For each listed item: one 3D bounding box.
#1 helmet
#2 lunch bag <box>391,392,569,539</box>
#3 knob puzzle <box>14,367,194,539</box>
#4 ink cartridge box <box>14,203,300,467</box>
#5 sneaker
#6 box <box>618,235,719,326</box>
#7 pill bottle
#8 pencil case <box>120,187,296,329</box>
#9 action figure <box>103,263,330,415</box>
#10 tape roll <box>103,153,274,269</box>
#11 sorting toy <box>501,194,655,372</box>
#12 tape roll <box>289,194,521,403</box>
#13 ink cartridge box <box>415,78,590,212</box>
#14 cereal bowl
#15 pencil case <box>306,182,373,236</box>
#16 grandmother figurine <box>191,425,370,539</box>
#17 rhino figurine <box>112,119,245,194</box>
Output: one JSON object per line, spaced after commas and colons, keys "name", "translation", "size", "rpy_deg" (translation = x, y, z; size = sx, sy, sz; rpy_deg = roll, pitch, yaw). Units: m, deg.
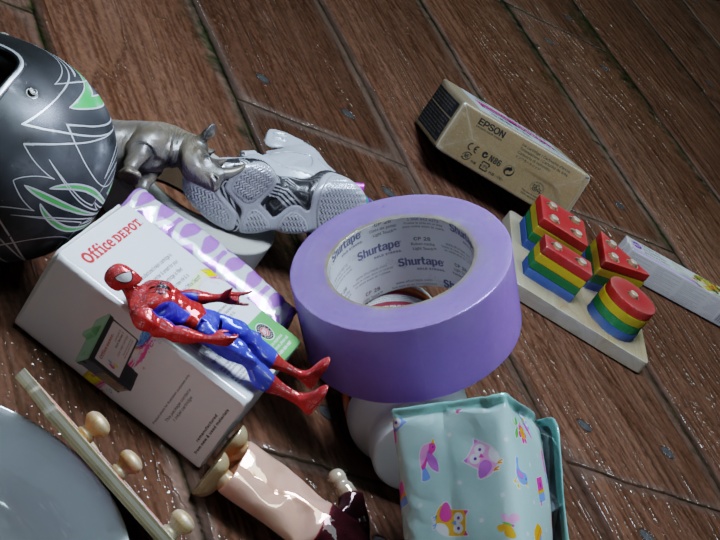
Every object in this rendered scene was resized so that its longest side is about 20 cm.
{"name": "helmet", "translation": [-0.297, -0.099, 1.528], "size": [0.191, 0.200, 0.200], "rpy_deg": [36, 21, 27]}
{"name": "lunch bag", "translation": [0.110, 0.200, 1.534], "size": [0.200, 0.122, 0.170], "rpy_deg": [34, 48, -66]}
{"name": "knob puzzle", "translation": [-0.177, 0.141, 1.336], "size": [0.220, 0.030, 0.220], "rpy_deg": [47, -9, 10]}
{"name": "ink cartridge box", "translation": [-0.169, 0.051, 1.555], "size": [0.200, 0.084, 0.145], "rpy_deg": [38, 25, 1]}
{"name": "sneaker", "translation": [-0.101, -0.090, 1.837], "size": [0.200, 0.075, 0.115], "rpy_deg": [7, 24, -32]}
{"name": "box", "translation": [0.429, 0.018, 2.491], "size": [0.200, 0.041, 0.039], "rpy_deg": [26, 25, -21]}
{"name": "pill bottle", "translation": [0.036, 0.106, 1.703], "size": [0.113, 0.113, 0.200], "rpy_deg": [25, 27, -25]}
{"name": "pencil case", "translation": [-0.149, 0.011, 1.665], "size": [0.200, 0.084, 0.086], "rpy_deg": [40, -11, 3]}
{"name": "action figure", "translation": [-0.116, 0.046, 1.482], "size": [0.200, 0.052, 0.065], "rpy_deg": [26, 34, -14]}
{"name": "tape roll", "translation": [-0.178, -0.072, 1.827], "size": [0.203, 0.037, 0.203], "rpy_deg": [31, 25, -16]}
{"name": "sorting toy", "translation": [0.277, 0.006, 2.268], "size": [0.199, 0.070, 0.200], "rpy_deg": [31, 24, -13]}
{"name": "tape roll", "translation": [0.041, 0.022, 1.648], "size": [0.200, 0.085, 0.200], "rpy_deg": [-7, 37, 5]}
{"name": "ink cartridge box", "translation": [0.182, -0.157, 2.384], "size": [0.200, 0.075, 0.165], "rpy_deg": [29, 11, -15]}
{"name": "cereal bowl", "translation": [-0.257, 0.177, 1.210], "size": [0.200, 0.083, 0.200], "rpy_deg": [30, 24, -15]}
{"name": "pencil case", "translation": [0.000, 0.000, 1.872], "size": [0.085, 0.092, 0.200], "rpy_deg": [3, 33, -17]}
{"name": "grandmother figurine", "translation": [-0.035, 0.209, 1.497], "size": [0.200, 0.061, 0.121], "rpy_deg": [39, 51, -4]}
{"name": "rhino figurine", "translation": [-0.207, -0.106, 1.720], "size": [0.200, 0.060, 0.087], "rpy_deg": [3, 50, -1]}
